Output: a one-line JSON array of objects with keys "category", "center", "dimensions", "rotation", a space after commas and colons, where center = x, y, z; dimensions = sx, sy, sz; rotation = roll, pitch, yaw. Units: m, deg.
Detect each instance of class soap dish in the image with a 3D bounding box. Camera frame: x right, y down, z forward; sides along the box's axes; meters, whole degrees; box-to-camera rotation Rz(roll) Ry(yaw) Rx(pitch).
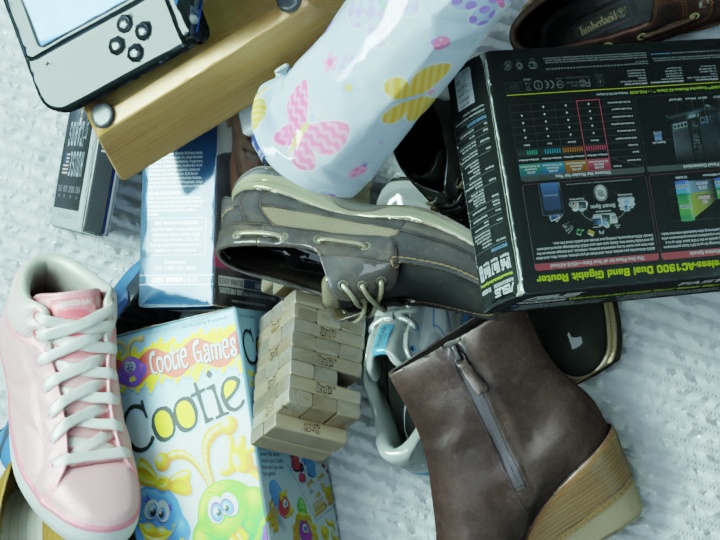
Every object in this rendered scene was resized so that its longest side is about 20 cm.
[{"category": "soap dish", "center": [-0.110, -0.174, 1.684], "dimensions": [0.199, 0.081, 0.158], "rotation": [-30, 76, 18]}]

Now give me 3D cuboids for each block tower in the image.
[{"category": "block tower", "center": [-0.031, 0.020, 1.738], "dimensions": [0.054, 0.058, 0.201], "rotation": [-39, 42, 51]}]

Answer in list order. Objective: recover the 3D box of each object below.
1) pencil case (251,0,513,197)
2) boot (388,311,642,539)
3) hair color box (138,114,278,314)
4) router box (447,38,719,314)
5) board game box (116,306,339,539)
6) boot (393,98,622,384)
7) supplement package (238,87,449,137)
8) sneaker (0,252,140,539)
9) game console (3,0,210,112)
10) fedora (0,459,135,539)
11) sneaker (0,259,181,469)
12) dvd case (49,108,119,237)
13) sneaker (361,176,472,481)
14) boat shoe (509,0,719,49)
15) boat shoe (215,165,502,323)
[{"category": "pencil case", "center": [0.016, -0.135, 1.593], "dimensions": [0.200, 0.083, 0.091], "rotation": [-49, 51, 30]}, {"category": "boot", "center": [0.062, 0.131, 1.690], "dimensions": [0.200, 0.072, 0.167], "rotation": [-34, 101, 5]}, {"category": "hair color box", "center": [-0.099, -0.072, 1.796], "dimensions": [0.060, 0.100, 0.201], "rotation": [-1, 86, 24]}, {"category": "router box", "center": [0.161, -0.059, 1.629], "dimensions": [0.062, 0.199, 0.151], "rotation": [150, 114, -65]}, {"category": "board game box", "center": [-0.088, 0.135, 1.773], "dimensions": [0.103, 0.105, 0.201], "rotation": [-13, 80, 25]}, {"category": "boot", "center": [0.083, -0.021, 1.686], "dimensions": [0.077, 0.138, 0.201], "rotation": [-35, 73, 19]}, {"category": "supplement package", "center": [-0.023, -0.192, 1.759], "dimensions": [0.121, 0.120, 0.201], "rotation": [-16, 79, 21]}, {"category": "sneaker", "center": [-0.188, 0.075, 1.722], "dimensions": [0.105, 0.075, 0.201], "rotation": [110, 147, -45]}, {"category": "game console", "center": [-0.173, -0.222, 1.607], "dimensions": [0.170, 0.118, 0.201], "rotation": [-26, 76, 18]}, {"category": "fedora", "center": [-0.178, 0.209, 1.770], "dimensions": [0.081, 0.201, 0.202], "rotation": [-13, 80, 13]}, {"category": "sneaker", "center": [-0.193, 0.060, 1.847], "dimensions": [0.078, 0.066, 0.201], "rotation": [42, 107, 34]}, {"category": "dvd case", "center": [-0.176, -0.125, 1.823], "dimensions": [0.025, 0.150, 0.201], "rotation": [11, 90, -14]}, {"category": "sneaker", "center": [0.033, 0.035, 1.734], "dimensions": [0.075, 0.087, 0.201], "rotation": [-10, 80, 26]}, {"category": "boat shoe", "center": [0.188, -0.180, 1.688], "dimensions": [0.199, 0.070, 0.071], "rotation": [-30, 73, 19]}, {"category": "boat shoe", "center": [0.000, 0.000, 1.665], "dimensions": [0.199, 0.075, 0.074], "rotation": [16, 60, 23]}]
